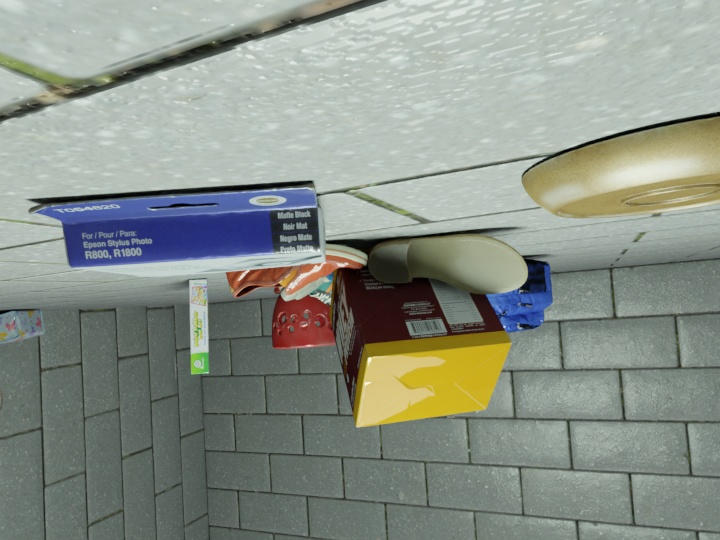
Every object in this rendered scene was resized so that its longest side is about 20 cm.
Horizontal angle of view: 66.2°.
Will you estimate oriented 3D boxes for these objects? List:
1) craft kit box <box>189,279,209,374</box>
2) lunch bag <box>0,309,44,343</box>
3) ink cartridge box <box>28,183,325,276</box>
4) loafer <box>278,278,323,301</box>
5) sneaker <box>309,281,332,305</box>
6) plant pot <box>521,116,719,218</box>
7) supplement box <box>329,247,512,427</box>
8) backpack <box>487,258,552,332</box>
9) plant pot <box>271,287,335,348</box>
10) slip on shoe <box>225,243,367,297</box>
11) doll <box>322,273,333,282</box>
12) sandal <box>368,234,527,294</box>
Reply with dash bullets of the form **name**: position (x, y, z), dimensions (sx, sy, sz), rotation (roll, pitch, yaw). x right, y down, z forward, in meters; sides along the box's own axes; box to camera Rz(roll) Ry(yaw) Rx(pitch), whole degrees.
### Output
- **craft kit box**: position (-0.374, 0.128, 1.277), dimensions (0.047, 0.205, 0.199), rotation (-4, 176, -17)
- **lunch bag**: position (-1.382, 0.220, 2.161), dimensions (0.193, 0.132, 0.170), rotation (-14, 178, 4)
- **ink cartridge box**: position (-0.124, -0.023, 0.454), dimensions (0.192, 0.042, 0.200), rotation (-4, 176, -2)
- **loafer**: position (-0.104, 0.007, 0.935), dimensions (0.071, 0.064, 0.200), rotation (-38, 177, 4)
- **sneaker**: position (-0.080, 0.056, 1.434), dimensions (0.196, 0.083, 0.070), rotation (0, 175, -45)
- **plant pot**: position (0.210, -0.062, 0.375), dimensions (0.192, 0.029, 0.200), rotation (-5, 177, 0)
- **supplement box**: position (0.069, 0.081, 0.771), dimensions (0.190, 0.136, 0.203), rotation (-3, -139, -14)
- **backpack**: position (0.327, 0.056, 1.281), dimensions (0.193, 0.174, 0.162), rotation (1, 169, -18)
- **plant pot**: position (-0.156, 0.122, 1.554), dimensions (0.193, 0.190, 0.200), rotation (-4, 177, 0)
- **slip on shoe**: position (-0.085, 0.000, 0.724), dimensions (0.192, 0.064, 0.074), rotation (-6, 175, 7)
- **doll**: position (0.000, 0.000, 0.920), dimensions (0.131, 0.050, 0.200), rotation (-6, 177, 8)
- **sandal**: position (0.114, -0.022, 0.737), dimensions (0.203, 0.080, 0.070), rotation (2, -156, 6)
